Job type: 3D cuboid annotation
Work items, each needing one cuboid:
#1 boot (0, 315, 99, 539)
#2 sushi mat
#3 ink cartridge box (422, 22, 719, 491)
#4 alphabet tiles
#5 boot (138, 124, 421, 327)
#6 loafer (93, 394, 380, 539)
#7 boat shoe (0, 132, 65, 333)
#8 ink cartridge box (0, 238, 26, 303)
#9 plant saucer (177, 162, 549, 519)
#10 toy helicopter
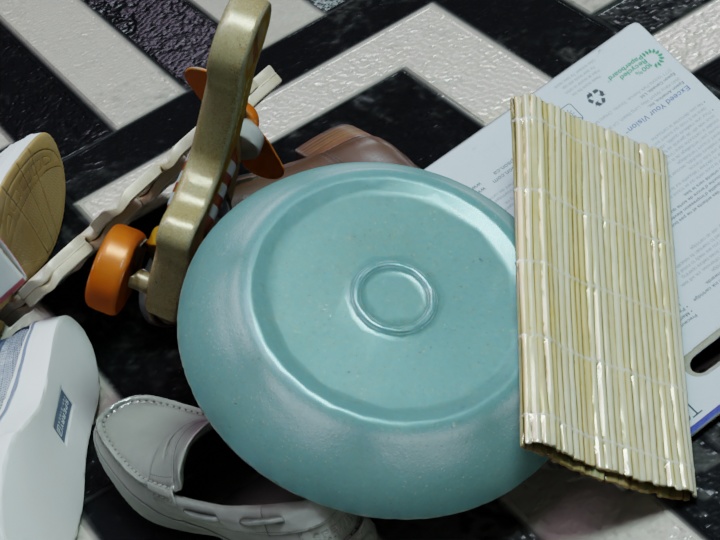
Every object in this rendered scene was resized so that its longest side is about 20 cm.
[{"bbox_3d":[-0.197,0.103,1.174,0.090,0.073,0.200,-20,25,14],"label":"boot"},{"bbox_3d":[0.115,0.011,1.067,0.012,0.095,0.201,-41,39,46],"label":"sushi mat"},{"bbox_3d":[0.133,-0.006,1.134,0.196,0.043,0.200,-34,67,-20],"label":"ink cartridge box"},{"bbox_3d":[-0.126,-0.042,1.282,0.200,0.015,0.196,-44,4,-28],"label":"alphabet tiles"},{"bbox_3d":[0.000,0.000,1.216,0.186,0.064,0.200,-39,43,-22],"label":"boot"},{"bbox_3d":[-0.067,0.098,1.100,0.199,0.070,0.070,20,51,44],"label":"loafer"},{"bbox_3d":[-0.238,-0.012,1.339,0.069,0.071,0.201,-2,40,23],"label":"boat shoe"},{"bbox_3d":[-0.299,-0.013,1.266,0.146,0.083,0.200,-43,39,-7],"label":"ink cartridge box"},{"bbox_3d":[0.014,0.021,1.056,0.199,0.036,0.201,5,55,-7],"label":"plant saucer"},{"bbox_3d":[-0.071,-0.062,1.143,0.078,0.201,0.133,22,42,4],"label":"toy helicopter"}]
